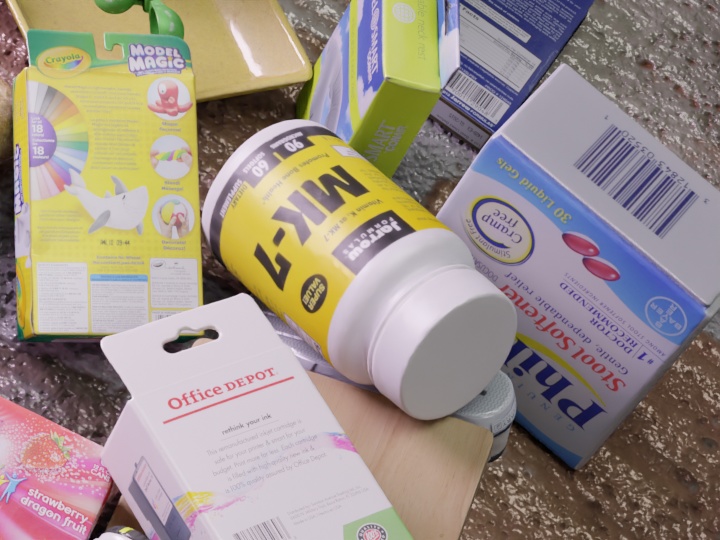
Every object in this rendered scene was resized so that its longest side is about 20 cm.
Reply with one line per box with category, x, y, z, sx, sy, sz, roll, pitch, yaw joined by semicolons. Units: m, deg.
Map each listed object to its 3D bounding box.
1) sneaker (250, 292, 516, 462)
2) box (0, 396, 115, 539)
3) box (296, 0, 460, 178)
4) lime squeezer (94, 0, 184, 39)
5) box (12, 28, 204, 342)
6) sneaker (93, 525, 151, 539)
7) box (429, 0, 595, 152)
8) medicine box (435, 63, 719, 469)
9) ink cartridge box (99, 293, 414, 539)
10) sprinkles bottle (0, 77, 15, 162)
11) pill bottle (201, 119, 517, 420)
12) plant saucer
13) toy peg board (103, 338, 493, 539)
sneaker;0.008;0.073;1.660;0.200;0.071;0.073;27;51;23
box;-0.254;0.124;1.478;0.200;0.095;0.103;27;49;-5
box;0.009;-0.124;1.712;0.048;0.200;0.122;12;52;-17
lime squeezer;-0.166;-0.168;1.716;0.071;0.038;0.200;-41;79;-8
box;-0.164;-0.054;1.630;0.117;0.048;0.200;2;82;-21
sneaker;-0.121;0.246;1.436;0.076;0.075;0.200;-33;105;-32
box;0.092;-0.184;1.906;0.121;0.032;0.200;36;51;2
medicine box;0.140;0.001;1.684;0.182;0.200;0.103;40;47;6
ink cartridge box;-0.068;0.120;1.462;0.117;0.067;0.200;-18;64;-34
sprinkles bottle;-0.301;-0.059;1.606;0.068;0.068;0.200;44;50;10
pill bottle;0.000;0.000;1.601;0.114;0.114;0.200;-20;46;-35
plant saucer;-0.162;-0.185;1.777;0.200;0.048;0.200;-12;62;-32
toy peg board;-0.044;0.171;1.561;0.199;0.098;0.200;17;49;7
